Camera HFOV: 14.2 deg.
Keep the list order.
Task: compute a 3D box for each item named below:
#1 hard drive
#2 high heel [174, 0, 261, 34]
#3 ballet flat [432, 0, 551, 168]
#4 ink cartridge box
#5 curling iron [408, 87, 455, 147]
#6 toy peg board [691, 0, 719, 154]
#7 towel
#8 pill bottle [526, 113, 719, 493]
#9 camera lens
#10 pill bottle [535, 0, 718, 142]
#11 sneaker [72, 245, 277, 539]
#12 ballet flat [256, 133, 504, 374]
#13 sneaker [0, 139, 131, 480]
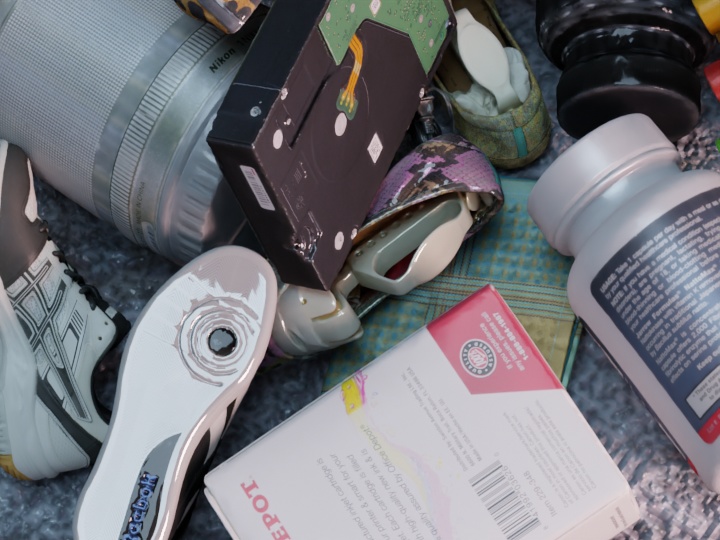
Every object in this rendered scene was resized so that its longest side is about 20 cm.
[{"bbox_3d":[-0.014,-0.109,1.634,0.038,0.140,0.201,12,61,27],"label":"hard drive"},{"bbox_3d":[-0.039,-0.164,1.662,0.071,0.199,0.143,-48,46,28],"label":"high heel"},{"bbox_3d":[0.055,-0.152,1.762,0.070,0.071,0.201,-28,65,-3],"label":"ballet flat"},{"bbox_3d":[0.035,0.127,1.618,0.199,0.086,0.148,-34,71,2],"label":"ink cartridge box"},{"bbox_3d":[0.010,-0.139,1.773,0.025,0.050,0.200,-17,51,-17],"label":"curling iron"},{"bbox_3d":[0.242,-0.118,1.654,0.097,0.200,0.200,-29,64,12],"label":"toy peg board"},{"bbox_3d":[0.058,0.035,1.706,0.146,0.022,0.201,9,70,14],"label":"towel"},{"bbox_3d":[0.187,0.014,1.632,0.119,0.120,0.200,-34,70,-6],"label":"pill bottle"},{"bbox_3d":[-0.126,-0.107,1.720,0.199,0.160,0.160,33,75,21],"label":"camera lens"},{"bbox_3d":[0.160,-0.181,1.731,0.111,0.112,0.201,-2,67,9],"label":"pill bottle"},{"bbox_3d":[-0.110,0.084,1.658,0.073,0.112,0.201,25,78,3],"label":"sneaker"},{"bbox_3d":[0.000,0.000,1.677,0.200,0.069,0.071,-38,40,-2],"label":"ballet flat"},{"bbox_3d":[-0.180,0.019,1.702,0.087,0.076,0.201,-8,98,-1],"label":"sneaker"}]
